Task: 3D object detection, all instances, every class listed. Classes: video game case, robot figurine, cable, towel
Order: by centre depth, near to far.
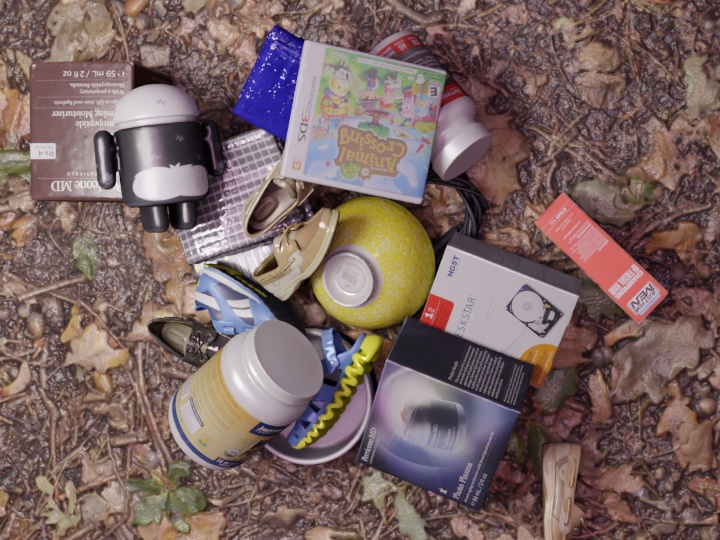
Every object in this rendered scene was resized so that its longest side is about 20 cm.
[{"bbox_3d":[0.005,-0.198,1.384,0.198,0.022,0.184,10,94,-12],"label":"video game case"},{"bbox_3d":[-0.276,-0.155,1.421,0.124,0.150,0.202,-4,96,24],"label":"robot figurine"},{"bbox_3d":[-0.063,-0.232,1.423,0.199,0.050,0.148,26,117,-10],"label":"towel"},{"bbox_3d":[-0.184,-0.112,1.512,0.198,0.086,0.167,-19,88,7],"label":"towel"},{"bbox_3d":[0.092,-0.074,1.531,0.198,0.051,0.165,-8,91,9],"label":"cable"}]

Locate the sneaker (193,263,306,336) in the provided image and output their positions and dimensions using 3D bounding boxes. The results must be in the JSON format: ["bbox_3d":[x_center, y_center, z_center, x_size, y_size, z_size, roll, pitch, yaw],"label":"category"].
[{"bbox_3d":[-0.165,0.067,1.515,0.199,0.074,0.083,33,98,24],"label":"sneaker"}]

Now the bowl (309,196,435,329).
[{"bbox_3d":[0.000,0.000,1.495,0.198,0.108,0.202,6,106,21],"label":"bowl"}]

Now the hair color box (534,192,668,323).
[{"bbox_3d":[0.339,-0.020,1.461,0.200,0.111,0.064,44,99,6],"label":"hair color box"}]

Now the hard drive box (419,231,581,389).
[{"bbox_3d":[0.198,0.057,1.485,0.198,0.077,0.157,21,112,8],"label":"hard drive box"}]

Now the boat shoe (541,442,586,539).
[{"bbox_3d":[0.299,0.354,1.503,0.064,0.071,0.202,-1,91,10],"label":"boat shoe"}]

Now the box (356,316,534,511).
[{"bbox_3d":[0.117,0.206,1.466,0.197,0.123,0.201,21,124,9],"label":"box"}]

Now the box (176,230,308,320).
[{"bbox_3d":[-0.189,-0.043,1.580,0.160,0.049,0.202,-23,89,7],"label":"box"}]

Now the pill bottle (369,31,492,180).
[{"bbox_3d":[0.093,-0.235,1.475,0.116,0.116,0.201,-41,75,9],"label":"pill bottle"}]

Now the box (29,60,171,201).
[{"bbox_3d":[-0.387,-0.204,1.548,0.164,0.164,0.202,1,93,9],"label":"box"}]

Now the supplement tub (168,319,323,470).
[{"bbox_3d":[-0.159,0.173,1.431,0.200,0.144,0.145,-41,85,32],"label":"supplement tub"}]

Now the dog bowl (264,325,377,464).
[{"bbox_3d":[-0.074,0.186,1.555,0.198,0.079,0.203,0,93,10],"label":"dog bowl"}]

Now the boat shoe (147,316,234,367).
[{"bbox_3d":[-0.244,0.116,1.552,0.198,0.065,0.074,11,85,34],"label":"boat shoe"}]

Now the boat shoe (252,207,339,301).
[{"bbox_3d":[-0.094,-0.027,1.458,0.066,0.074,0.200,26,135,-15],"label":"boat shoe"}]

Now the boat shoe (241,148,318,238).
[{"bbox_3d":[-0.093,-0.125,1.418,0.072,0.065,0.200,39,105,-16],"label":"boat shoe"}]

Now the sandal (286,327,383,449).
[{"bbox_3d":[-0.050,0.163,1.477,0.087,0.079,0.201,32,89,10],"label":"sandal"}]
